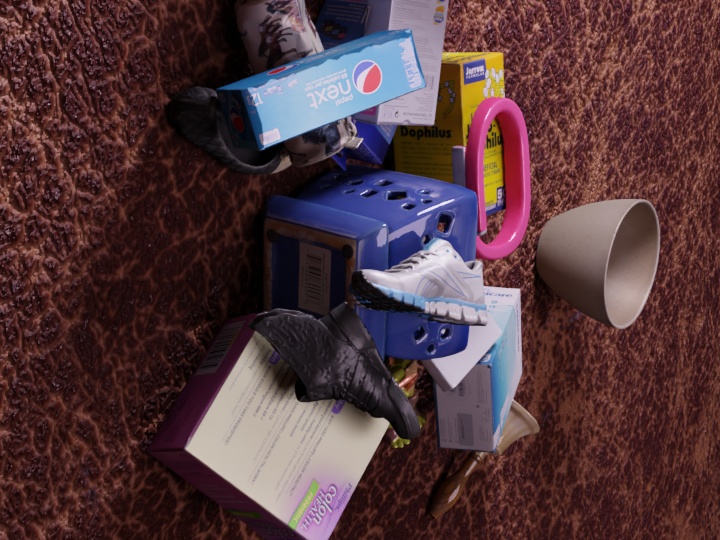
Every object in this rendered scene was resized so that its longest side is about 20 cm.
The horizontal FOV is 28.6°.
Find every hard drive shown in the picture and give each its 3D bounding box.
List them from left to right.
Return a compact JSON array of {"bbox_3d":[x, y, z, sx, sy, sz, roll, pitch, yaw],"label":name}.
[{"bbox_3d":[0.087,0.037,1.800,0.200,0.026,0.132,54,48,-8],"label":"hard drive"}]

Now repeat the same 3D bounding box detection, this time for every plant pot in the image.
[{"bbox_3d":[0.000,0.000,1.605,0.180,0.200,0.201,-17,116,-47],"label":"plant pot"}]

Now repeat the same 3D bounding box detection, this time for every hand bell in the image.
[{"bbox_3d":[0.164,0.281,2.069,0.200,0.104,0.104,-52,141,-15],"label":"hand bell"}]

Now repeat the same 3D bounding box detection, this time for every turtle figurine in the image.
[{"bbox_3d":[0.053,0.149,1.846,0.200,0.064,0.162,-60,157,-55],"label":"turtle figurine"}]

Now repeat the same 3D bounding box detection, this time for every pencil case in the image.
[{"bbox_3d":[-0.066,-0.213,1.487,0.201,0.089,0.078,69,25,-21],"label":"pencil case"}]

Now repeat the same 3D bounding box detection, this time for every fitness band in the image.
[{"bbox_3d":[0.165,-0.112,1.730,0.143,0.037,0.201,-24,116,-52],"label":"fitness band"}]

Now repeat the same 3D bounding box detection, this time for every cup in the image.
[{"bbox_3d":[0.358,-0.022,2.185,0.200,0.143,0.201,-24,120,-50],"label":"cup"}]

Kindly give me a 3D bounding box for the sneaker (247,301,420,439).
[{"bbox_3d":[-0.025,0.113,1.487,0.104,0.060,0.200,-32,105,-9],"label":"sneaker"}]

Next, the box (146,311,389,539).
[{"bbox_3d":[-0.095,0.176,1.530,0.200,0.097,0.176,40,64,-22],"label":"box"}]

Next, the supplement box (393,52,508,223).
[{"bbox_3d":[0.113,-0.168,1.774,0.109,0.109,0.201,-23,113,-52],"label":"supplement box"}]

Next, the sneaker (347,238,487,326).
[{"bbox_3d":[0.062,0.006,1.496,0.200,0.075,0.087,12,82,-48],"label":"sneaker"}]

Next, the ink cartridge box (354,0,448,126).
[{"bbox_3d":[0.050,-0.265,1.591,0.119,0.042,0.201,-6,107,-55],"label":"ink cartridge box"}]

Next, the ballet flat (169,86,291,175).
[{"bbox_3d":[-0.125,-0.140,1.485,0.200,0.057,0.067,20,85,-57],"label":"ballet flat"}]

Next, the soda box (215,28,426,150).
[{"bbox_3d":[-0.038,-0.183,1.419,0.199,0.068,0.064,-23,107,-24],"label":"soda box"}]

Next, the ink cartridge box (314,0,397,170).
[{"bbox_3d":[-0.007,-0.216,1.627,0.136,0.076,0.201,42,67,-54],"label":"ink cartridge box"}]

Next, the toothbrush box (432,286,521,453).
[{"bbox_3d":[0.164,0.132,1.944,0.200,0.085,0.147,-59,149,-54],"label":"toothbrush box"}]
